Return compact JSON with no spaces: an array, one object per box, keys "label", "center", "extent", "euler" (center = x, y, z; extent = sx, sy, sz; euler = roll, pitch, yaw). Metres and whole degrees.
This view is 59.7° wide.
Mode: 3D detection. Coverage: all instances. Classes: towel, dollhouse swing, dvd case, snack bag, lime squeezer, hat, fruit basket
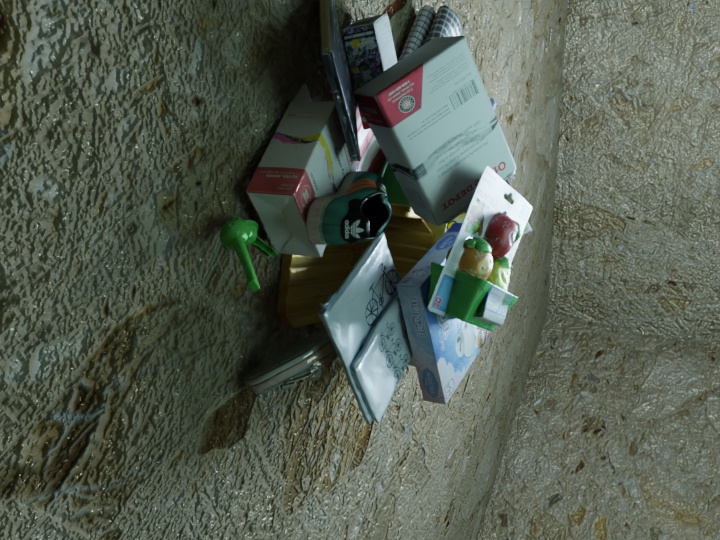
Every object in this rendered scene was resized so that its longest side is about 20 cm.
[{"label":"towel","center":[0.138,-0.352,1.146],"extent":[0.200,0.085,0.167],"euler":[51,54,-60]},{"label":"dollhouse swing","center":[0.000,0.000,0.899],"extent":[0.176,0.180,0.202],"euler":[-19,117,-76]},{"label":"dvd case","center":[-0.026,-0.255,0.790],"extent":[0.149,0.016,0.201],"euler":[72,9,-45]},{"label":"snack bag","center":[0.025,0.070,0.840],"extent":[0.189,0.021,0.201],"euler":[-54,134,-43]},{"label":"lime squeezer","center":[-0.123,-0.031,0.708],"extent":[0.038,0.071,0.200],"euler":[-50,-171,6]},{"label":"hat","center":[0.126,-0.119,1.060],"extent":[0.200,0.175,0.166],"euler":[-57,159,-43]},{"label":"towel","center":[0.016,-0.203,1.010],"extent":[0.145,0.023,0.201],"euler":[-63,152,-32]},{"label":"fruit basket","center":[0.178,-0.019,0.865],"extent":[0.185,0.093,0.201],"euler":[23,95,-54]}]

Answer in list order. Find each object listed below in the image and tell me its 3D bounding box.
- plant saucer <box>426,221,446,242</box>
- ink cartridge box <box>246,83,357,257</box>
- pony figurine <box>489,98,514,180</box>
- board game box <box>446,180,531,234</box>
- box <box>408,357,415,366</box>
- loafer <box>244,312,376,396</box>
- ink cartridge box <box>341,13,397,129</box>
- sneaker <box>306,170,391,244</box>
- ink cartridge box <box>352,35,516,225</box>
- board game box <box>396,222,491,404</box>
[{"label":"plant saucer","center":[0.122,-0.098,1.183],"extent":[0.200,0.048,0.202],"euler":[138,-36,-81]},{"label":"ink cartridge box","center":[-0.062,-0.131,0.793],"extent":[0.117,0.067,0.201],"euler":[70,32,-51]},{"label":"pony figurine","center":[0.219,-0.268,1.300],"extent":[0.192,0.166,0.202],"euler":[13,90,-28]},{"label":"board game box","center":[0.237,-0.096,1.303],"extent":[0.103,0.199,0.106],"euler":[24,42,-66]},{"label":"box","center":[0.091,0.140,1.096],"extent":[0.039,0.199,0.042],"euler":[-48,141,-45]},{"label":"loafer","center":[-0.055,0.115,0.827],"extent":[0.199,0.072,0.063],"euler":[-32,104,-24]},{"label":"ink cartridge box","center":[0.028,-0.254,0.900],"extent":[0.109,0.050,0.201],"euler":[-66,147,-59]},{"label":"sneaker","center":[0.007,-0.075,0.782],"extent":[0.200,0.079,0.072],"euler":[-49,141,-59]},{"label":"ink cartridge box","center":[0.103,-0.185,0.843],"extent":[0.145,0.083,0.201],"euler":[-35,117,-10]},{"label":"board game box","center":[0.136,0.061,0.954],"extent":[0.199,0.043,0.201],"euler":[-43,127,-45]}]
